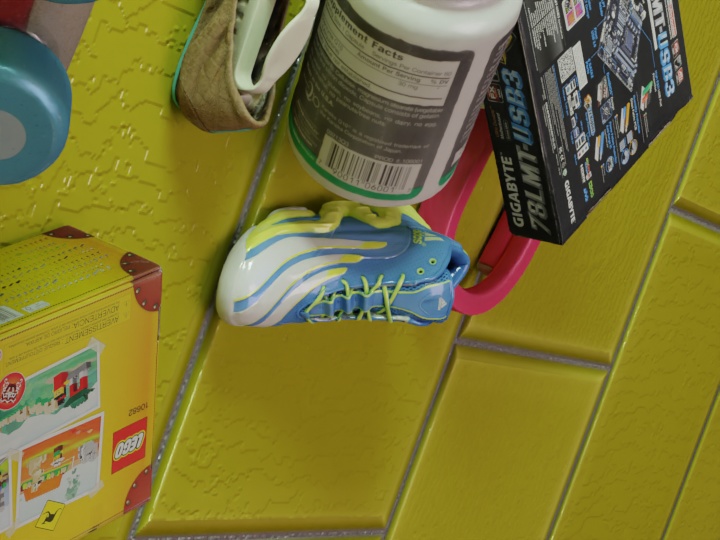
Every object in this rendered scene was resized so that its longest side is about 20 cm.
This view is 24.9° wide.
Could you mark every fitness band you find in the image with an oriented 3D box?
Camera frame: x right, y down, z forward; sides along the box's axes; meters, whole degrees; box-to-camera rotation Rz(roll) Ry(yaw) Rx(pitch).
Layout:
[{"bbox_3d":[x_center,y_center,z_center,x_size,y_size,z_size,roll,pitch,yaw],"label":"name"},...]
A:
[{"bbox_3d":[0.104,-0.063,1.254,0.144,0.037,0.201,38,75,-55],"label":"fitness band"}]

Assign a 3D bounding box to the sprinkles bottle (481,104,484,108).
[{"bbox_3d":[0.143,-0.178,1.204,0.200,0.068,0.068,-30,133,-45],"label":"sprinkles bottle"}]

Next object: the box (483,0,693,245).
[{"bbox_3d":[0.156,-0.154,1.130,0.199,0.050,0.200,-47,135,-36],"label":"box"}]

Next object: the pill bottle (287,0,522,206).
[{"bbox_3d":[0.030,-0.141,0.955,0.113,0.113,0.200,-39,160,-39],"label":"pill bottle"}]

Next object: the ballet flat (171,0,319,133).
[{"bbox_3d":[-0.050,-0.170,0.911,0.068,0.072,0.201,3,106,-56],"label":"ballet flat"}]

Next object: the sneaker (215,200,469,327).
[{"bbox_3d":[0.000,0.000,1.062,0.200,0.105,0.076,-25,129,-49],"label":"sneaker"}]

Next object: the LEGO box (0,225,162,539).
[{"bbox_3d":[-0.198,0.080,0.835,0.200,0.077,0.149,-25,129,-49],"label":"LEGO box"}]

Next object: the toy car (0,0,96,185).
[{"bbox_3d":[-0.194,-0.166,0.655,0.199,0.185,0.177,17,127,-19],"label":"toy car"}]
